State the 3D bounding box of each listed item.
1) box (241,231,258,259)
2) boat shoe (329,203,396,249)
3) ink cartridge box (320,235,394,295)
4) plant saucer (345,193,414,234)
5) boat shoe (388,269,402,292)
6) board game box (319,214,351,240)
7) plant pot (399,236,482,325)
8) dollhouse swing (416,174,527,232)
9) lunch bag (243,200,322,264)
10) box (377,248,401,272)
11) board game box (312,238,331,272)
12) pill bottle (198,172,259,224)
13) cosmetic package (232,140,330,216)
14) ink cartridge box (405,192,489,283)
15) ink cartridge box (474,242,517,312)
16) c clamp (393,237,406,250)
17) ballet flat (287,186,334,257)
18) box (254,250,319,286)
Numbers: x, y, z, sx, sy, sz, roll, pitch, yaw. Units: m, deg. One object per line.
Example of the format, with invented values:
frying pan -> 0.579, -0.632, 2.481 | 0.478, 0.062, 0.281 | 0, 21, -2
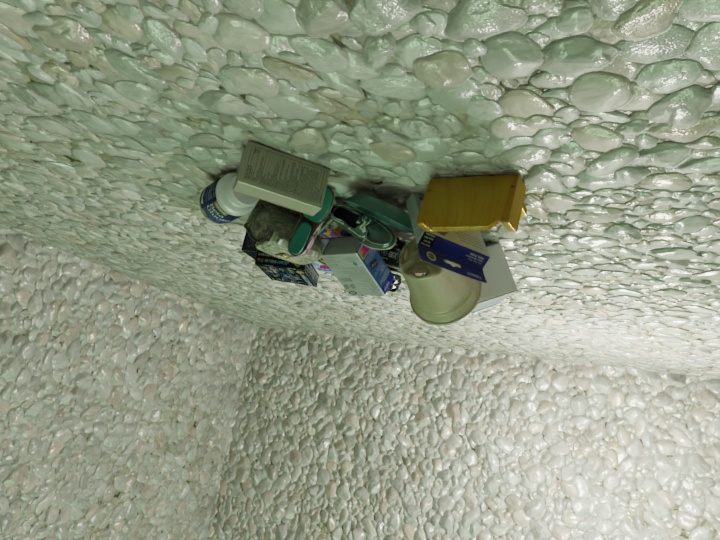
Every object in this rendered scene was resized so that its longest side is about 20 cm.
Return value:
box -> -0.256, -0.083, 1.792 | 0.198, 0.107, 0.122 | 6, 164, 19
boat shoe -> 0.001, -0.115, 1.449 | 0.199, 0.073, 0.062 | 31, 179, 22
ink cartridge box -> 0.000, 0.000, 1.566 | 0.136, 0.077, 0.201 | -2, 133, 40
plant saucer -> 0.058, -0.144, 1.384 | 0.199, 0.036, 0.200 | 24, -178, -1
boat shoe -> 0.084, 0.032, 1.705 | 0.074, 0.067, 0.199 | 18, 177, 10
board game box -> -0.051, -0.115, 1.621 | 0.134, 0.045, 0.200 | 18, 161, -17
plant pot -> 0.187, 0.008, 1.423 | 0.199, 0.202, 0.184 | 2, 150, 30
dollhouse swing -> 0.256, -0.110, 1.236 | 0.199, 0.183, 0.176 | 2, 145, 29
lunch bag -> -0.210, -0.094, 1.557 | 0.163, 0.118, 0.200 | 21, -165, -35
box -> 0.101, -0.027, 1.655 | 0.157, 0.050, 0.200 | 15, 176, 20
board game box -> -0.071, -0.039, 1.721 | 0.199, 0.041, 0.200 | 5, 161, 24
pill bottle -> -0.333, -0.189, 1.454 | 0.111, 0.112, 0.199 | 20, 162, -31
cosmetic package -> -0.179, -0.208, 1.291 | 0.199, 0.104, 0.073 | 17, 164, -18
ink cartridge box -> 0.209, -0.079, 1.323 | 0.198, 0.201, 0.041 | 18, 131, -26
ink cartridge box -> 0.332, 0.032, 1.623 | 0.145, 0.148, 0.200 | -16, 168, -8
c clamp -> 0.067, -0.080, 1.738 | 0.170, 0.027, 0.199 | 27, 161, -31
ballet flat -> -0.123, -0.125, 1.446 | 0.069, 0.201, 0.071 | 30, -170, 11
box -> -0.225, -0.004, 1.760 | 0.158, 0.046, 0.200 | 8, 165, 9
